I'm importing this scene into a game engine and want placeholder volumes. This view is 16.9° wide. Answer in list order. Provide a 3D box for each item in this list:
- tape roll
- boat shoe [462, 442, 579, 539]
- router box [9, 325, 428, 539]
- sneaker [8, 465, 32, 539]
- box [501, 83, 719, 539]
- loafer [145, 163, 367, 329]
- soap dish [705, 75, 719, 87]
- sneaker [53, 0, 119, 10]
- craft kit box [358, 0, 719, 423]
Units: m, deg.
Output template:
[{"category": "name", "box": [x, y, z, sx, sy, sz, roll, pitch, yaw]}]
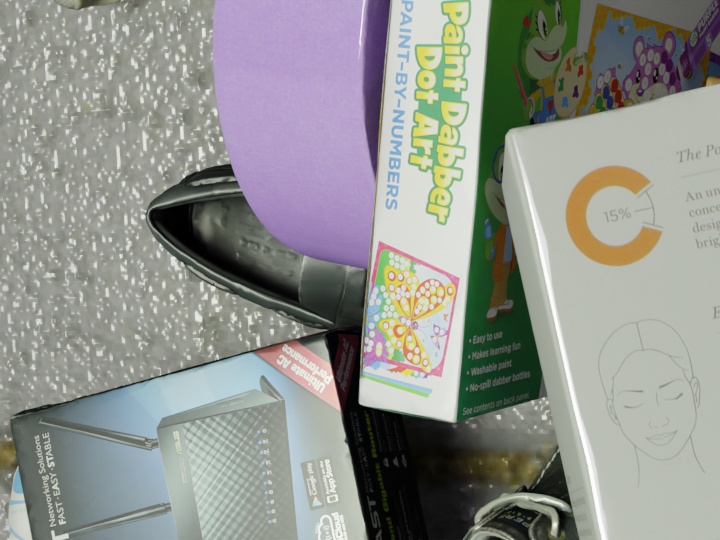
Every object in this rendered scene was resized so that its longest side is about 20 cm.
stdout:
[{"category": "tape roll", "box": [0.028, -0.097, 0.904, 0.065, 0.200, 0.201, 11, 100, 31]}, {"category": "boat shoe", "box": [0.074, 0.115, 0.919, 0.072, 0.071, 0.201, -2, 57, 48]}, {"category": "router box", "box": [-0.047, 0.135, 0.975, 0.149, 0.062, 0.201, -16, 81, 23]}, {"category": "sneaker", "box": [-0.071, 0.108, 1.064, 0.199, 0.072, 0.073, 6, 88, 28]}, {"category": "box", "box": [0.123, 0.048, 0.733, 0.124, 0.097, 0.201, -12, 83, 0]}, {"category": "loafer", "box": [0.000, 0.000, 1.007, 0.200, 0.070, 0.068, 16, 103, 30]}, {"category": "soap dish", "box": [0.158, 0.029, 0.868, 0.081, 0.157, 0.201, -3, 93, 16]}, {"category": "sneaker", "box": [-0.082, -0.184, 1.043, 0.200, 0.081, 0.088, -40, 75, 37]}, {"category": "craft kit box", "box": [0.074, -0.056, 0.880, 0.048, 0.200, 0.199, 6, 99, 31]}]
